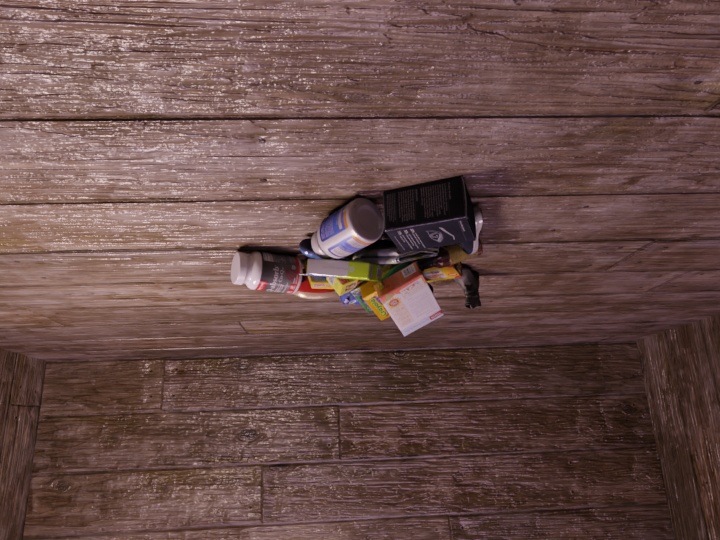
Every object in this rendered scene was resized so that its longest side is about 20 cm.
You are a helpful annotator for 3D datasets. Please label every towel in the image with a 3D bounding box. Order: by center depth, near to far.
[{"bbox_3d":[0.099,-0.051,1.463,0.169,0.049,0.198,-10,-175,-37],"label":"towel"}]

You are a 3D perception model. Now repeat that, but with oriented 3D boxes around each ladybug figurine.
[{"bbox_3d":[-0.140,0.032,1.715,0.196,0.136,0.073,-9,127,-20],"label":"ladybug figurine"}]

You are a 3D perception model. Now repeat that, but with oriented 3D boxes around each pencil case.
[{"bbox_3d":[0.032,0.070,1.602,0.197,0.080,0.087,4,159,-27],"label":"pencil case"}]

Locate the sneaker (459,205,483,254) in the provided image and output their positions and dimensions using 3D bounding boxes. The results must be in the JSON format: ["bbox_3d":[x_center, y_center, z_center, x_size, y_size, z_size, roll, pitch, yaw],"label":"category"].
[{"bbox_3d":[0.246,-0.094,1.407,0.144,0.078,0.203,-15,152,0],"label":"sneaker"}]

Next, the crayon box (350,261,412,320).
[{"bbox_3d":[0.086,0.066,1.514,0.198,0.052,0.126,-29,134,13],"label":"crayon box"}]

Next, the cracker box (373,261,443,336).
[{"bbox_3d":[0.138,0.084,1.464,0.132,0.058,0.201,-29,134,5],"label":"cracker box"}]

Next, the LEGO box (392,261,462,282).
[{"bbox_3d":[0.209,-0.019,1.659,0.197,0.079,0.149,-10,161,21],"label":"LEGO box"}]

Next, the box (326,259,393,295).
[{"bbox_3d":[0.000,0.000,1.540,0.198,0.075,0.051,-23,148,-31],"label":"box"}]

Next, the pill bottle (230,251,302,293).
[{"bbox_3d":[-0.286,0.004,1.598,0.197,0.118,0.115,7,160,-29],"label":"pill bottle"}]

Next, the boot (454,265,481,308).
[{"bbox_3d":[0.373,0.062,1.845,0.067,0.133,0.198,-16,158,37],"label":"boot"}]

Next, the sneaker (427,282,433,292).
[{"bbox_3d":[0.170,0.045,1.603,0.086,0.082,0.198,-29,154,35],"label":"sneaker"}]

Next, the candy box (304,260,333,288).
[{"bbox_3d":[-0.113,0.011,1.614,0.100,0.027,0.200,0,-161,-12],"label":"candy box"}]

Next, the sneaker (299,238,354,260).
[{"bbox_3d":[-0.100,-0.036,1.528,0.198,0.074,0.083,15,123,-40],"label":"sneaker"}]

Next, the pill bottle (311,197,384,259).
[{"bbox_3d":[-0.040,-0.096,1.325,0.111,0.114,0.199,10,159,-35],"label":"pill bottle"}]

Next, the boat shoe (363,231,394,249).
[{"bbox_3d":[0.018,-0.091,1.434,0.197,0.062,0.072,-7,163,15],"label":"boat shoe"}]

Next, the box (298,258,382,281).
[{"bbox_3d":[-0.052,-0.001,1.403,0.196,0.049,0.122,5,178,18],"label":"box"}]

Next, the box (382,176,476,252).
[{"bbox_3d":[0.167,-0.129,1.255,0.196,0.106,0.148,-9,158,17],"label":"box"}]

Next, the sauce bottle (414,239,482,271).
[{"bbox_3d":[0.254,-0.046,1.521,0.197,0.067,0.066,-18,165,-10],"label":"sauce bottle"}]
